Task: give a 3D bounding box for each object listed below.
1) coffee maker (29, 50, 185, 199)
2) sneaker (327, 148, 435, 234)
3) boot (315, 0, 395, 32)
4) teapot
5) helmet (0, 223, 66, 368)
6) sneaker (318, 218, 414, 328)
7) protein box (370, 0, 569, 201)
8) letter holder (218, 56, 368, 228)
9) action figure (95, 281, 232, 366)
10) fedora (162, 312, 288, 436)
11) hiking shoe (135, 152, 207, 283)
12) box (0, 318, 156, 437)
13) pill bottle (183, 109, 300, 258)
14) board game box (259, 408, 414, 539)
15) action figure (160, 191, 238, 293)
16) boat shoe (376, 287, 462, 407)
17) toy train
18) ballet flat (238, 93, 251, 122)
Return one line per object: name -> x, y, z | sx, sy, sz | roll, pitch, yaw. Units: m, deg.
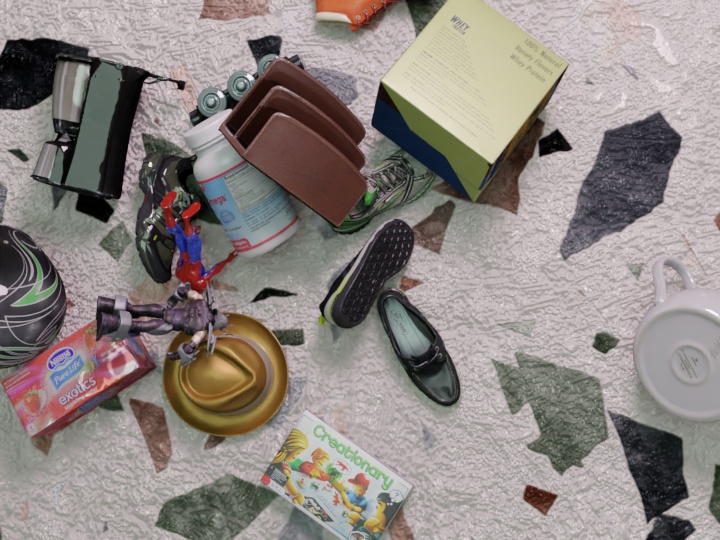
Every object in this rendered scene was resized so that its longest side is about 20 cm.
coffee maker -> -0.387, -0.211, 1.593 | 0.189, 0.134, 0.204 | 12, 93, 17
sneaker -> 0.035, -0.122, 1.577 | 0.199, 0.085, 0.078 | -37, 84, 1
boot -> 0.022, -0.415, 1.612 | 0.196, 0.075, 0.109 | 7, 89, 15
teapot -> 0.488, 0.105, 1.490 | 0.195, 0.145, 0.203 | 20, 118, 32
helmet -> -0.532, 0.050, 1.555 | 0.198, 0.200, 0.192 | -29, 59, 3
sneaker -> 0.000, 0.000, 1.578 | 0.072, 0.082, 0.201 | 49, 66, -26
protein box -> 0.154, -0.254, 1.524 | 0.197, 0.135, 0.201 | 37, 72, 7
letter holder -> -0.071, -0.182, 1.475 | 0.143, 0.199, 0.101 | -50, 40, 6
action figure -> -0.283, 0.071, 1.532 | 0.196, 0.070, 0.131 | 4, 47, -17
fedora -> -0.208, 0.156, 1.580 | 0.197, 0.082, 0.205 | 0, 86, 5
hiking shoe -> -0.286, -0.082, 1.610 | 0.099, 0.076, 0.204 | -2, 85, 9
box -> -0.425, 0.156, 1.595 | 0.198, 0.095, 0.104 | -32, 82, 2
pill bottle -> -0.178, -0.128, 1.555 | 0.108, 0.109, 0.202 | -27, 106, 3
board game box -> -0.035, 0.316, 1.575 | 0.198, 0.035, 0.127 | 33, 89, 7
action figure -> -0.238, -0.047, 1.568 | 0.065, 0.202, 0.099 | 26, 53, 19
boat shoe -> 0.087, 0.114, 1.563 | 0.074, 0.066, 0.202 | -27, 84, 3
toy train -> -0.161, -0.248, 1.611 | 0.198, 0.085, 0.115 | -28, 93, 3
ballet flat -> -0.101, -0.206, 1.552 | 0.198, 0.073, 0.074 | 23, 87, -37
